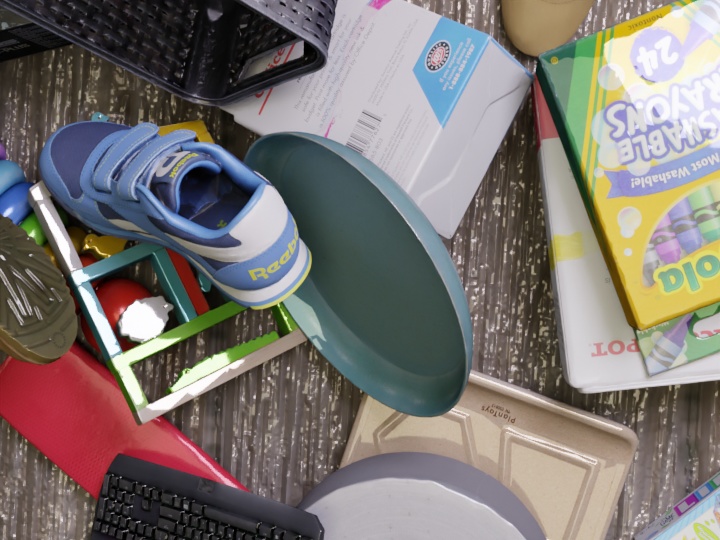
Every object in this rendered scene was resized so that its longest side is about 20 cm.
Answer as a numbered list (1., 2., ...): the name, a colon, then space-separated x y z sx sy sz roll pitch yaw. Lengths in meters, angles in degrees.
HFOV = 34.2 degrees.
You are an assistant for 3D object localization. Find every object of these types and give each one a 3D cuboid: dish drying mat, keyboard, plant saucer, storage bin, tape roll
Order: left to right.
1. dish drying mat: -0.173 0.123 0.827 0.200 0.018 0.077 40 96 5
2. storage bin: -0.118 -0.187 0.673 0.134 0.199 0.095 -10 63 46
3. keyboard: -0.107 0.198 0.754 0.199 0.021 0.129 7 92 39
4. plant saucer: 0.000 0.000 0.716 0.027 0.200 0.201 -35 87 -27
5. tape roll: 0.031 0.223 0.755 0.198 0.066 0.203 1 96 9

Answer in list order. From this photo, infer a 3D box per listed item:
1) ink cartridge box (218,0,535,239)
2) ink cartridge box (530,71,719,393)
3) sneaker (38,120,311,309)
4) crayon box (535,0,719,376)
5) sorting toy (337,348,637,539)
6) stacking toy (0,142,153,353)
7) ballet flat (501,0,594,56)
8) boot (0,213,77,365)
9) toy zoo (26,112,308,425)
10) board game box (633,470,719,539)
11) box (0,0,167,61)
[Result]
1. ink cartridge box: -0.002 -0.118 0.753 0.199 0.068 0.116 32 95 36
2. ink cartridge box: 0.190 -0.032 0.748 0.143 0.083 0.202 -6 90 6
3. sneaker: -0.119 -0.053 0.714 0.199 0.082 0.074 24 66 22
4. crayon box: 0.195 -0.051 0.680 0.125 0.052 0.202 -20 89 6
5. sorting toy: 0.071 0.169 0.795 0.183 0.036 0.202 19 98 6
6. stacking toy: -0.221 -0.015 0.801 0.199 0.085 0.086 38 95 0
7. ballet flat: 0.143 -0.240 0.759 0.068 0.063 0.202 21 94 6
8. boot: -0.294 0.025 0.781 0.200 0.066 0.176 -37 93 38
9. toy zoo: -0.135 -0.015 0.787 0.130 0.020 0.202 -25 88 -24
10. board game box: 0.295 0.218 0.768 0.134 0.034 0.201 -38 87 6
11. box: -0.249 -0.233 0.793 0.198 0.086 0.166 -11 91 6
